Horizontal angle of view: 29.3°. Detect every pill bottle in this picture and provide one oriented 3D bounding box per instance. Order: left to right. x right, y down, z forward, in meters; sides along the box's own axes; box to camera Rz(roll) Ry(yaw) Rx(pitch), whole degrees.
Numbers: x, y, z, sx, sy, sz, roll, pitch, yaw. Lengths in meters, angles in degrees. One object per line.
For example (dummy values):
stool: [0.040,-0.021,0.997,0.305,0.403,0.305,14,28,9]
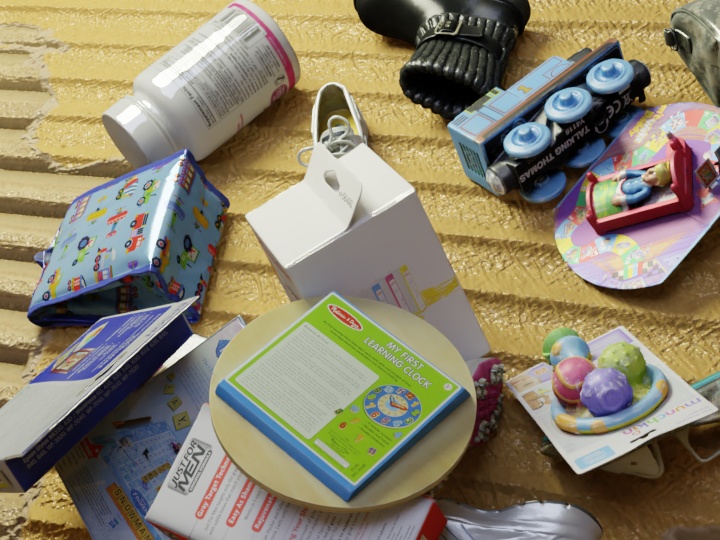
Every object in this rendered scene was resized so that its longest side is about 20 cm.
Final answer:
pill bottle: [-0.171,-0.190,1.476,0.200,0.114,0.113,-41,49,-16]

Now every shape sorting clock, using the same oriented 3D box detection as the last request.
shape sorting clock: [-0.013,0.096,1.024,0.199,0.039,0.201,0,49,0]

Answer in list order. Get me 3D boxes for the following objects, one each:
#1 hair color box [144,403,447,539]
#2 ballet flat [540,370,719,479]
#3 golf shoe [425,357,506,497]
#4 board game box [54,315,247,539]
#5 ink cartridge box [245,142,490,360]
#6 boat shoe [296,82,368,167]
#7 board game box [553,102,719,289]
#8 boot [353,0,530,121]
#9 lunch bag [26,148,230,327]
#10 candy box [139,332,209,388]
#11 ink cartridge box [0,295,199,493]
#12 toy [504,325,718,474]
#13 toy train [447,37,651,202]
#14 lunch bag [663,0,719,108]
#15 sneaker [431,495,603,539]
hair color box: [-0.048,0.185,1.023,0.199,0.061,0.102,20,72,21]
ballet flat: [0.243,0.128,1.087,0.199,0.071,0.071,-22,47,4]
golf shoe: [0.054,0.114,1.111,0.091,0.076,0.200,10,20,26]
board game box: [-0.124,0.171,1.111,0.199,0.041,0.200,-35,61,-2]
ink cartridge box: [0.000,0.000,1.169,0.125,0.201,0.129,-32,29,-7]
boat shoe: [-0.021,-0.116,1.374,0.074,0.086,0.203,-11,48,11]
board game box: [0.253,-0.080,1.233,0.200,0.039,0.158,-48,41,-2]
boot: [0.065,-0.239,1.454,0.210,0.080,0.158,9,54,26]
lunch bag: [-0.250,-0.022,1.387,0.199,0.094,0.151,-8,50,26]
candy box: [-0.135,0.134,1.216,0.199,0.061,0.137,15,59,29]
ink cartridge box: [-0.233,0.105,1.143,0.198,0.047,0.200,-44,19,-30]
toy: [0.186,0.084,1.088,0.115,0.047,0.200,-25,15,-3]
toy train: [0.186,-0.149,1.330,0.200,0.087,0.114,-38,42,-13]
lunch bag: [0.404,-0.220,1.269,0.199,0.140,0.168,-27,53,-2]
sneaker: [0.084,0.224,1.054,0.199,0.075,0.087,-4,55,19]
